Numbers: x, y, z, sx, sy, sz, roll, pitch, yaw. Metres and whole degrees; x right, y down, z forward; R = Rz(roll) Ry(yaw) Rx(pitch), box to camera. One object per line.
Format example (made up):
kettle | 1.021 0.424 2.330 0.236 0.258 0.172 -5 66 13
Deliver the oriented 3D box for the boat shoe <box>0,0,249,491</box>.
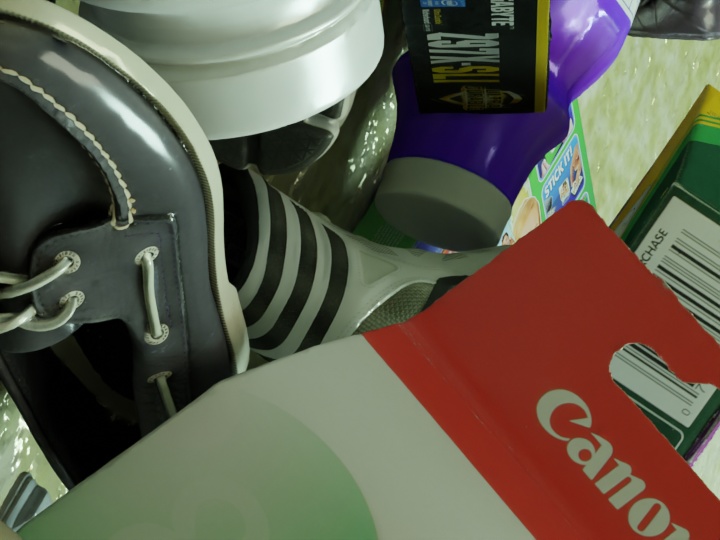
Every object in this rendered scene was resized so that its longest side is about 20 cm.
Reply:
boat shoe | -0.077 0.001 0.787 0.200 0.073 0.063 71 35 -55

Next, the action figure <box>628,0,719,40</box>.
action figure | 0.142 -0.198 1.209 0.130 0.069 0.200 -18 113 -53

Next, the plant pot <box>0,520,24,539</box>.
plant pot | -0.112 0.156 0.711 0.200 0.134 0.201 -41 142 -42

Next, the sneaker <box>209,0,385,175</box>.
sneaker | -0.024 -0.137 0.893 0.090 0.078 0.200 -49 147 -64

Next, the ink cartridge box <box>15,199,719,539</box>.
ink cartridge box | 0.030 0.080 0.797 0.200 0.161 0.050 -37 156 -9

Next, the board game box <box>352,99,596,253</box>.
board game box | 0.036 0.012 1.114 0.200 0.029 0.135 -57 147 -38

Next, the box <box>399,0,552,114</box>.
box | 0.035 -0.144 0.911 0.200 0.049 0.160 71 20 -81

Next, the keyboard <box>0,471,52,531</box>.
keyboard | -0.094 0.141 0.902 0.056 0.011 0.200 -55 152 -30

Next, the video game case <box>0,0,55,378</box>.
video game case | -0.137 0.014 0.771 0.143 0.019 0.200 -2 101 -64

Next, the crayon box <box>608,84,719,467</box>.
crayon box | 0.076 0.047 0.967 0.200 0.058 0.173 -56 180 17

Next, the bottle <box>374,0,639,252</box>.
bottle | 0.059 -0.104 1.049 0.065 0.083 0.200 45 58 -50

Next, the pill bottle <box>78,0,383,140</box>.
pill bottle | -0.050 -0.141 0.768 0.112 0.112 0.200 -50 139 -46

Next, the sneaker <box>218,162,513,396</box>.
sneaker | 0.000 0.000 0.953 0.076 0.115 0.200 -55 175 8
